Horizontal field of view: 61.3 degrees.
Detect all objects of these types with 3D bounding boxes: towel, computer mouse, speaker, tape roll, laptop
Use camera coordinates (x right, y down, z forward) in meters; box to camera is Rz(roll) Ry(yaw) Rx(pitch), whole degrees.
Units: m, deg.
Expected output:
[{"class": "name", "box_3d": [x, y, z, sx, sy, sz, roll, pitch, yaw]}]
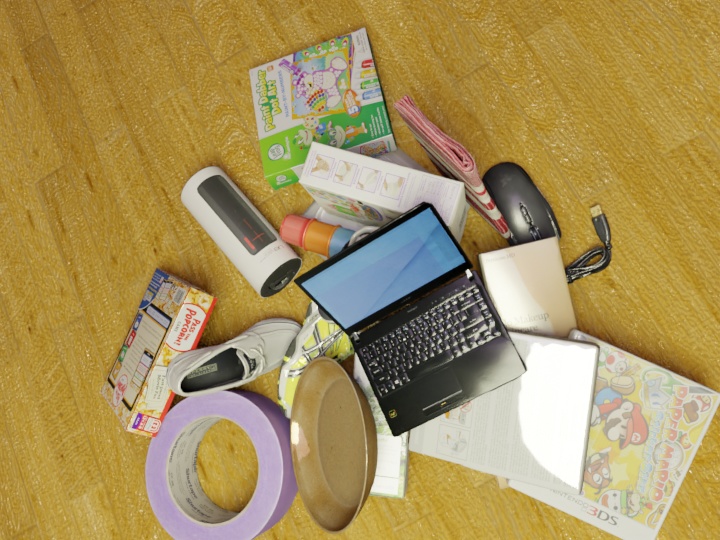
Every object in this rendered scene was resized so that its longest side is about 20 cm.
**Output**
[{"class": "towel", "box_3d": [0.122, -0.123, 0.758, 0.023, 0.200, 0.145, -42, 59, 7]}, {"class": "computer mouse", "box_3d": [0.252, -0.073, 0.815, 0.138, 0.046, 0.203, -22, 75, 9]}, {"class": "speaker", "box_3d": [-0.175, -0.057, 0.892, 0.081, 0.081, 0.200, -43, 73, 2]}, {"class": "tape roll", "box_3d": [-0.184, 0.267, 0.829, 0.196, 0.085, 0.205, -3, 78, 13]}, {"class": "laptop", "box_3d": [0.055, 0.061, 0.666, 0.175, 0.103, 0.203, -29, 77, 16]}]

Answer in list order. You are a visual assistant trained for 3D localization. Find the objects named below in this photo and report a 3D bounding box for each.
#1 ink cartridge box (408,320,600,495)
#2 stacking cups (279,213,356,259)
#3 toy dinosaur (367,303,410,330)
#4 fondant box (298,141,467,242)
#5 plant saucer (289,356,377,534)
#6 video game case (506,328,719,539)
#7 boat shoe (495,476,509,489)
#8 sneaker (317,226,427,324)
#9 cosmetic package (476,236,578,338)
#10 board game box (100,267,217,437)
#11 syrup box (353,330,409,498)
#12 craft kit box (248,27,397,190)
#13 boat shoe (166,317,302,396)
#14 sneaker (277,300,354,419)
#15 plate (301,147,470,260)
[{"class": "ink cartridge box", "box_3d": [0.163, 0.149, 0.703, 0.196, 0.047, 0.164, 8, 90, 23]}, {"class": "stacking cups", "box_3d": [-0.018, -0.035, 0.828, 0.197, 0.061, 0.062, 19, 84, 15]}, {"class": "toy dinosaur", "box_3d": [0.091, 0.108, 0.753, 0.101, 0.058, 0.200, -44, 85, 2]}, {"class": "fondant box", "box_3d": [0.035, -0.091, 0.784, 0.196, 0.144, 0.059, 17, 83, 14]}, {"class": "plant saucer", "box_3d": [-0.030, 0.207, 0.735, 0.035, 0.199, 0.205, 3, 76, -31]}, {"class": "video game case", "box_3d": [0.292, 0.197, 0.709, 0.179, 0.023, 0.203, 23, 96, 4]}, {"class": "boat shoe", "box_3d": [0.148, 0.182, 0.776, 0.069, 0.074, 0.202, -32, 75, -2]}, {"class": "sneaker", "box_3d": [0.000, 0.000, 0.743, 0.199, 0.079, 0.080, -33, 50, 35]}, {"class": "cosmetic package", "box_3d": [0.216, 0.068, 0.765, 0.103, 0.071, 0.204, -14, 87, 9]}, {"class": "board game box", "box_3d": [-0.290, 0.109, 0.861, 0.150, 0.046, 0.203, 17, 82, 53]}, {"class": "syrup box", "box_3d": [0.029, 0.184, 0.797, 0.077, 0.081, 0.204, 3, 78, 9]}, {"class": "craft kit box", "box_3d": [-0.060, -0.242, 0.904, 0.194, 0.049, 0.204, -18, 66, 11]}, {"class": "boat shoe", "box_3d": [-0.157, 0.123, 0.817, 0.197, 0.065, 0.075, -23, 108, -25]}, {"class": "sneaker", "box_3d": [-0.052, 0.111, 0.834, 0.075, 0.075, 0.203, 21, 86, 16]}, {"class": "plate", "box_3d": [0.025, -0.079, 0.876, 0.199, 0.032, 0.201, 39, 89, 16]}]
